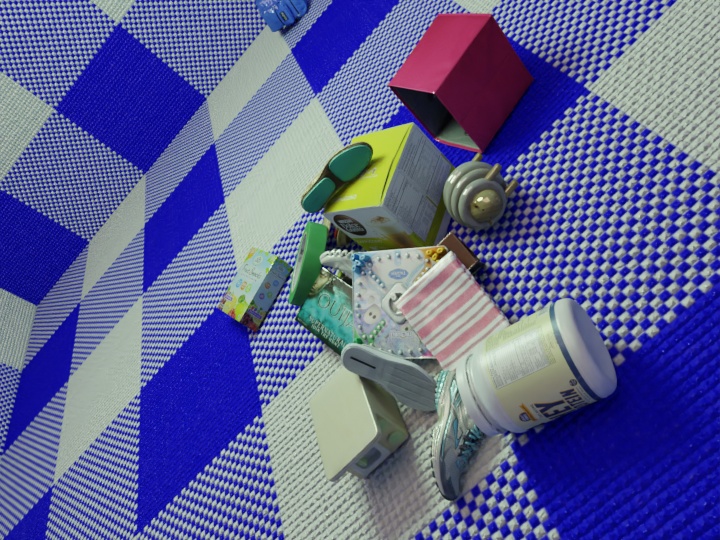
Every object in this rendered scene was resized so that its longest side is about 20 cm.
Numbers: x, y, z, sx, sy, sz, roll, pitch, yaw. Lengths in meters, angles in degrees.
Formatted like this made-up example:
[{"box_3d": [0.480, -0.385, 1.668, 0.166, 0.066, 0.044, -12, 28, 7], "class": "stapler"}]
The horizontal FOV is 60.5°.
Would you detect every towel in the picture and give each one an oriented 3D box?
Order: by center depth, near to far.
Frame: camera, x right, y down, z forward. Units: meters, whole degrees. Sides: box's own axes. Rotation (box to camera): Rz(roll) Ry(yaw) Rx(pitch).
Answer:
[{"box_3d": [0.165, 0.087, 1.081, 0.146, 0.030, 0.202, -42, 70, 15], "class": "towel"}]

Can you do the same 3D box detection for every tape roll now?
[{"box_3d": [-0.127, -0.014, 1.491, 0.200, 0.047, 0.206, -165, 89, -78], "class": "tape roll"}]

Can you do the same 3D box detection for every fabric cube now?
[{"box_3d": [0.219, -0.413, 1.359, 0.201, 0.199, 0.195, -53, 34, -3], "class": "fabric cube"}]

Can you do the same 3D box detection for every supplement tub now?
[{"box_3d": [0.254, 0.148, 0.908, 0.198, 0.144, 0.148, -33, 40, 28], "class": "supplement tub"}]

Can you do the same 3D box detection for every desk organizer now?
[{"box_3d": [0.136, 0.026, 1.183, 0.200, 0.071, 0.077, -45, 72, 14], "class": "desk organizer"}]

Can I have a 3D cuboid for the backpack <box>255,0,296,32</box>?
[{"box_3d": [-0.318, -1.109, 2.594, 0.196, 0.162, 0.172, -19, 56, 22], "class": "backpack"}]

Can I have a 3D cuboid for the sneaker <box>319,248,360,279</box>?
[{"box_3d": [0.000, 0.000, 1.335, 0.195, 0.075, 0.084, 9, 90, 18], "class": "sneaker"}]

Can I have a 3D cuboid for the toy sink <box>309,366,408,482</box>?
[{"box_3d": [0.001, 0.287, 1.125, 0.130, 0.111, 0.201, -45, 31, 12], "class": "toy sink"}]

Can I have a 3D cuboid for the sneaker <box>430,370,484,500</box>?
[{"box_3d": [0.160, 0.261, 0.990, 0.084, 0.078, 0.206, -2, 68, 21], "class": "sneaker"}]

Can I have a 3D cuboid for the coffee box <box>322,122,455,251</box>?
[{"box_3d": [0.070, -0.162, 1.329, 0.197, 0.197, 0.204, -1, 61, 49], "class": "coffee box"}]

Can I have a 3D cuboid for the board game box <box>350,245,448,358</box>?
[{"box_3d": [0.071, 0.061, 1.158, 0.195, 0.026, 0.207, -4, 83, 24], "class": "board game box"}]

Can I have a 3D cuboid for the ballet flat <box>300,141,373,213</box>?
[{"box_3d": [-0.053, -0.203, 1.287, 0.199, 0.070, 0.066, -39, 24, 20], "class": "ballet flat"}]

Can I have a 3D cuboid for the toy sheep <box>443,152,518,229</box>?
[{"box_3d": [0.224, -0.151, 1.205, 0.138, 0.137, 0.201, -47, 21, 9], "class": "toy sheep"}]

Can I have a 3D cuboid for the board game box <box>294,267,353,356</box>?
[{"box_3d": [-0.044, 0.097, 1.338, 0.198, 0.028, 0.138, 32, 93, 36], "class": "board game box"}]

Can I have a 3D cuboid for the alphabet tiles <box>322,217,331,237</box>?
[{"box_3d": [-0.084, -0.125, 1.558, 0.166, 0.006, 0.206, 137, 146, -74], "class": "alphabet tiles"}]

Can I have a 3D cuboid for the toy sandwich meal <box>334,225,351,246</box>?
[{"box_3d": [-0.031, -0.157, 1.480, 0.205, 0.069, 0.210, 23, -91, -83], "class": "toy sandwich meal"}]

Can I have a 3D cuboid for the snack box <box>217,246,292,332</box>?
[{"box_3d": [-0.293, 0.047, 1.703, 0.167, 0.067, 0.203, 16, 73, 54], "class": "snack box"}]

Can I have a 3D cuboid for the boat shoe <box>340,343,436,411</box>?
[{"box_3d": [0.060, 0.180, 1.117, 0.075, 0.197, 0.067, -61, -6, 11], "class": "boat shoe"}]

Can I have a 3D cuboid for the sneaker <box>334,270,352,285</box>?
[{"box_3d": [-0.034, 0.052, 1.406, 0.201, 0.073, 0.081, -48, 52, 13], "class": "sneaker"}]
